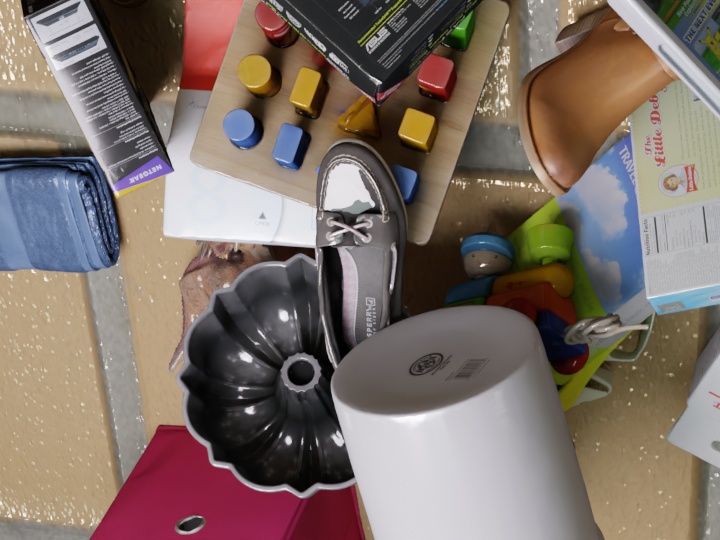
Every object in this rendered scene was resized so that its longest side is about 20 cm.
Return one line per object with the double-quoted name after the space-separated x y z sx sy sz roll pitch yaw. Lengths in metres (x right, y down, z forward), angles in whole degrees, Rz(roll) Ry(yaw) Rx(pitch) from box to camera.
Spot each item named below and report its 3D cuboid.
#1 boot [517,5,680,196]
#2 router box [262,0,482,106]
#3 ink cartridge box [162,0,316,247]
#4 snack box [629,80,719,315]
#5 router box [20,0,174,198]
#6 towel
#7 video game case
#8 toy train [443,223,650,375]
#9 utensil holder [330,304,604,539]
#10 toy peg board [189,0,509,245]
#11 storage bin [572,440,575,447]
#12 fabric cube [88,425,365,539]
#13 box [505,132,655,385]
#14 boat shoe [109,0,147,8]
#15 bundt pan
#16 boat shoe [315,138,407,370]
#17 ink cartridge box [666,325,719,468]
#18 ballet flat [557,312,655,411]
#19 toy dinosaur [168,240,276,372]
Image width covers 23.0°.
0.201 -0.144 1.273 0.155 0.200 0.074 -16 127 35 "boot"
0.025 -0.240 1.269 0.150 0.062 0.200 44 83 7 "router box"
-0.071 -0.121 1.412 0.160 0.047 0.200 4 98 5 "ink cartridge box"
0.262 -0.073 1.309 0.116 0.200 0.037 -11 153 21 "snack box"
-0.212 -0.163 1.400 0.052 0.200 0.157 -26 113 -2 "router box"
-0.317 -0.050 1.594 0.200 0.049 0.112 0 121 17 "towel"
0.276 -0.185 1.231 0.182 0.200 0.022 44 146 -12 "video game case"
0.148 0.014 1.375 0.200 0.116 0.085 -16 144 41 "toy train"
0.078 0.149 1.309 0.170 0.170 0.200 -8 115 22 "utensil holder"
-0.012 -0.147 1.345 0.200 0.098 0.199 20 88 6 "toy peg board"
0.076 0.138 1.495 0.145 0.200 0.134 6 127 -42 "storage bin"
-0.116 0.278 1.645 0.196 0.199 0.200 -1 121 19 "fabric cube"
0.192 -0.012 1.414 0.048 0.122 0.200 10 139 -42 "box"
-0.166 -0.282 1.386 0.072 0.068 0.200 28 126 -2 "boat shoe"
-0.045 0.093 1.440 0.202 0.202 0.076 14 162 9 "bundt pan"
0.000 0.000 1.331 0.067 0.057 0.200 3 123 13 "boat shoe"
0.346 0.077 1.448 0.116 0.067 0.200 27 125 0 "ink cartridge box"
0.195 0.071 1.499 0.067 0.067 0.200 23 125 -14 "ballet flat"
-0.117 0.006 1.546 0.136 0.086 0.200 45 127 -13 "toy dinosaur"
